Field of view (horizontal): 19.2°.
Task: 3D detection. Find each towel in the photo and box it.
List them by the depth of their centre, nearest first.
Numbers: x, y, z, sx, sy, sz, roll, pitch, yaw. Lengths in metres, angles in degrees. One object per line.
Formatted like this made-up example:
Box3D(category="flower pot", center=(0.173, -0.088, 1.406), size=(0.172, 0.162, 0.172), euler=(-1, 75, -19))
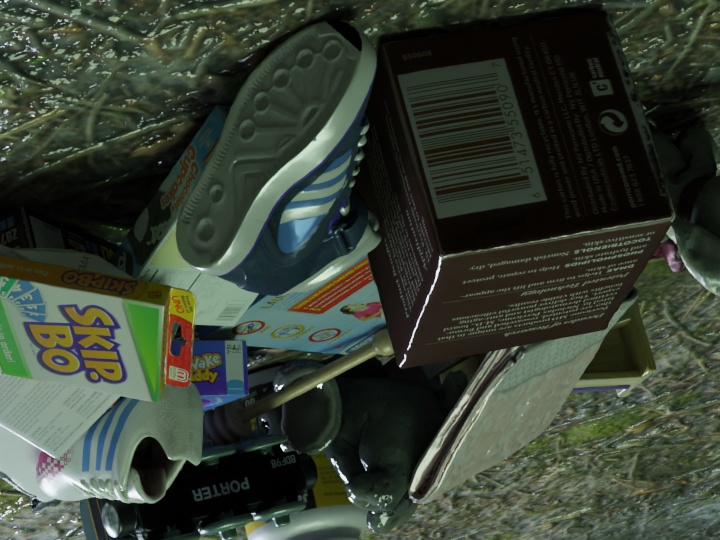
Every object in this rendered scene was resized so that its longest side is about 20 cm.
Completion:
Box3D(category="towel", center=(0.138, 0.100, 1.796), size=(0.200, 0.032, 0.191), euler=(-22, 149, -51))

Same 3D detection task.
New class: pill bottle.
Box3D(category="pill bottle", center=(-0.056, 0.197, 1.948), size=(0.114, 0.200, 0.114), euler=(-13, 158, -5))

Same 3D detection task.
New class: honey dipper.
Box3D(category="honey dipper", center=(-0.056, 0.097, 1.771), size=(0.200, 0.038, 0.038), euler=(-29, 155, 17))

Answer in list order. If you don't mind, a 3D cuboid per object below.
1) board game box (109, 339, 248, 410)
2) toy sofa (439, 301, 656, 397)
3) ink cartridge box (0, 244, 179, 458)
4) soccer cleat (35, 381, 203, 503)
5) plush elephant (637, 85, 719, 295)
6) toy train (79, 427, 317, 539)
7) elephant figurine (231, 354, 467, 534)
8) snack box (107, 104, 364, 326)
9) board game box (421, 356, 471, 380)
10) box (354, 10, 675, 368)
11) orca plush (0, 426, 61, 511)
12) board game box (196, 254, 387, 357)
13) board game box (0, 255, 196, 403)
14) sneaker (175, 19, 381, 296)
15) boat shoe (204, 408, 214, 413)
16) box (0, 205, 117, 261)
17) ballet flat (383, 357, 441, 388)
Box3D(category="board game box", center=(-0.184, 0.092, 1.733), size=(0.134, 0.045, 0.200), euler=(0, 171, -20))
Box3D(category="toy sofa", center=(0.162, 0.080, 1.959), size=(0.200, 0.083, 0.098), euler=(-2, 154, -28))
Box3D(category="ink cartridge box", center=(-0.253, 0.033, 1.515), size=(0.200, 0.050, 0.161), euler=(35, 129, -16))
Box3D(category="soccer cleat", center=(-0.188, 0.149, 1.626), size=(0.070, 0.086, 0.200), euler=(9, 147, -36))
Box3D(category="plush elephant", center=(0.251, -0.039, 1.594), size=(0.165, 0.155, 0.200), euler=(-46, 153, -22))
Box3D(category="toy train", center=(-0.135, 0.188, 1.752), size=(0.200, 0.085, 0.114), euler=(-12, 172, -36))
Box3D(category="elephant figurine", center=(-0.028, 0.127, 1.838), size=(0.155, 0.200, 0.142), euler=(-52, 161, -20))
Box3D(category="snack box", center=(-0.097, -0.035, 1.520), size=(0.116, 0.037, 0.200), euler=(4, 139, -39))
Box3D(category="board game box", center=(0.141, 0.022, 1.780), size=(0.134, 0.034, 0.200), euler=(-27, 173, -30))
Box3D(category="box", center=(0.097, -0.054, 1.475), size=(0.164, 0.166, 0.200), euler=(-11, 159, -12))
Box3D(category="orca plush", center=(-0.267, 0.121, 1.713), size=(0.105, 0.071, 0.200), euler=(-19, 151, 12))
Box3D(category="board game box", center=(0.000, 0.000, 1.696), size=(0.196, 0.056, 0.200), euler=(8, 150, -43))
Box3D(category="board game box", center=(-0.214, 0.037, 1.463), size=(0.200, 0.030, 0.096), euler=(8, 132, 1))
Box3D(category="sneaker", center=(-0.025, -0.070, 1.427), size=(0.146, 0.081, 0.200), euler=(13, 117, -53))
Box3D(category="boat shoe", center=(-0.182, 0.143, 1.916), size=(0.200, 0.069, 0.072), euler=(-28, 155, 31))
Box3D(category="box", center=(-0.283, 0.027, 1.598), size=(0.200, 0.049, 0.160), euler=(-23, 159, 20))
Box3D(category="ballet flat", center=(0.105, 0.103, 2.000), size=(0.200, 0.067, 0.046), euler=(-6, 127, -32))
